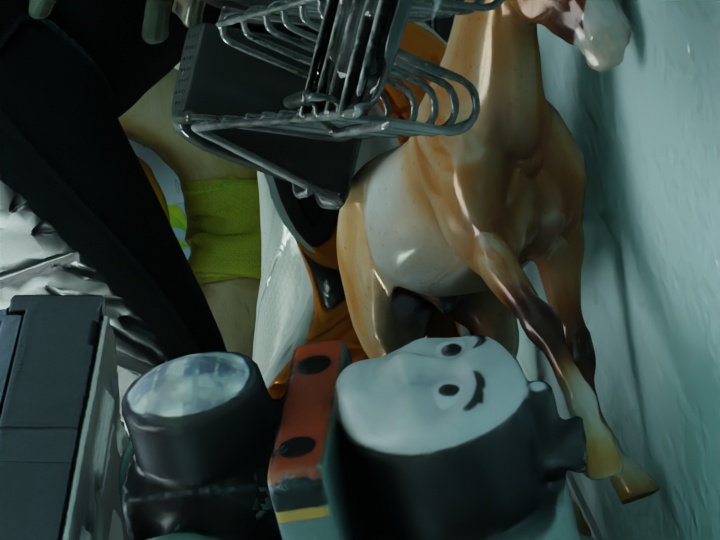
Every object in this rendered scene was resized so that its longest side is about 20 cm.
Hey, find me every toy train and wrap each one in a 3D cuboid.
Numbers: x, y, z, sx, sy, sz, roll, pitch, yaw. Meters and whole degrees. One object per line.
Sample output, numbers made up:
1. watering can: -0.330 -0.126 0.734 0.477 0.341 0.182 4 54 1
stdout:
1. toy train: 0.010 0.103 0.680 0.085 0.113 0.201 -80 -21 -63

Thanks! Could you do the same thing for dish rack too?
1. dish rack: 0.008 -0.094 0.680 0.200 0.054 0.154 -175 98 -75

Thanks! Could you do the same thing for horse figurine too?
1. horse figurine: 0.031 0.003 0.744 0.200 0.050 0.133 120 135 -70

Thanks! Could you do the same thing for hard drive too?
1. hard drive: -0.075 0.125 0.726 0.140 0.038 0.201 -88 -4 -61

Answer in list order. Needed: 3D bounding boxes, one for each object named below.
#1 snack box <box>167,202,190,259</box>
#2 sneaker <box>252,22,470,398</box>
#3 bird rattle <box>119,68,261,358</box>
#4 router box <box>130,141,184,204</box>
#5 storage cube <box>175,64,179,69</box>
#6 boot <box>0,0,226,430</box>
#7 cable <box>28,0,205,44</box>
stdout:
1. snack box: -0.028 0.098 1.120 0.169 0.067 0.201 91 169 -46
2. sneaker: 0.000 0.000 0.900 0.092 0.075 0.201 -99 14 -60
3. bird rattle: -0.081 0.009 0.990 0.163 0.200 0.113 42 -179 -8
4. router box: -0.117 -0.091 1.266 0.200 0.049 0.180 58 -157 -69
5. storage cube: -0.139 -0.149 1.067 0.180 0.170 0.200 64 158 8
6. boot: -0.076 -0.051 0.878 0.199 0.073 0.163 53 -138 -16
7. cable: -0.043 -0.149 0.791 0.050 0.097 0.201 47 128 56
